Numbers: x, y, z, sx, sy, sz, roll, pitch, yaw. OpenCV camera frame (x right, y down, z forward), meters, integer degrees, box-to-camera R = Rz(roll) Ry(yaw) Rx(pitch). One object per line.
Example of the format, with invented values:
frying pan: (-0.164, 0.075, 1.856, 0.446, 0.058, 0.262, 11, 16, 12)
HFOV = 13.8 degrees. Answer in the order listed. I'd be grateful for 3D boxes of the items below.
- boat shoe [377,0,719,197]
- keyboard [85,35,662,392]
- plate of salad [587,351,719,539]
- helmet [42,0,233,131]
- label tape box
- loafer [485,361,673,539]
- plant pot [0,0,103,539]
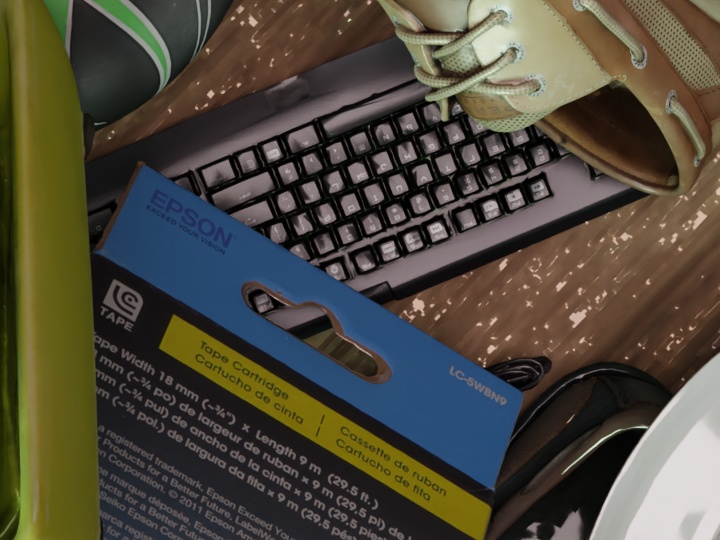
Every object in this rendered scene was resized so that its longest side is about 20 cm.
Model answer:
boat shoe: (0.046, -0.076, 0.840, 0.200, 0.076, 0.072, 25, 75, -40)
keyboard: (0.000, 0.000, 0.923, 0.200, 0.021, 0.127, -23, 94, 1)
plate of salad: (0.145, 0.095, 0.905, 0.200, 0.048, 0.201, -9, 111, -25)
helmet: (-0.115, -0.130, 0.823, 0.199, 0.191, 0.201, 0, 95, -3)
label tape box: (-0.045, 0.084, 0.846, 0.144, 0.200, 0.063, 32, 132, -10)
loafer: (0.034, 0.116, 0.910, 0.072, 0.063, 0.200, 32, 92, -4)
plant pot: (-0.174, 0.017, 0.707, 0.181, 0.199, 0.200, 21, 135, -32)
